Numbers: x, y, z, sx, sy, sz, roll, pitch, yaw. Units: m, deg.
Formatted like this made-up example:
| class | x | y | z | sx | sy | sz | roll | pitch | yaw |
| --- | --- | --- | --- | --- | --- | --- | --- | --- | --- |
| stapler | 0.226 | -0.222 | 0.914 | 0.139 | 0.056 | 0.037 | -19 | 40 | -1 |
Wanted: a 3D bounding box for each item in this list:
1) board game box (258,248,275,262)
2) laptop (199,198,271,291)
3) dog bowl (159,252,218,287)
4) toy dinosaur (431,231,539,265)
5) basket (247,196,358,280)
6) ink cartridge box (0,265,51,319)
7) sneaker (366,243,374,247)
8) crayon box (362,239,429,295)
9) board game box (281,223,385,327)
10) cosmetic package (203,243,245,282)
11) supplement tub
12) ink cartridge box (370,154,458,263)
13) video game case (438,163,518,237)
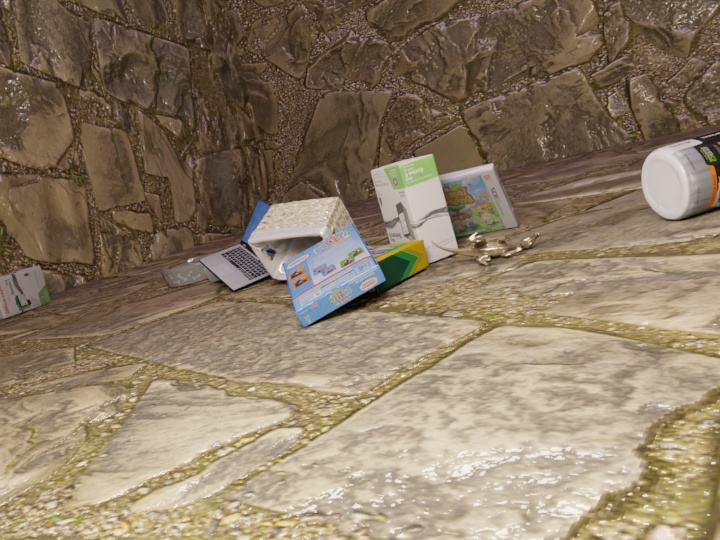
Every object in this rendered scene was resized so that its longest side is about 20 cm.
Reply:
| class | x | y | z | sx | sy | sz | roll | pitch | yaw |
| --- | --- | --- | --- | --- | --- | --- | --- | --- | --- |
| board game box | -0.140 | -0.046 | 1.588 | 0.104 | 0.024 | 0.200 | 30 | 39 | 19 |
| laptop | -0.285 | -0.068 | 1.665 | 0.198 | 0.117 | 0.187 | -24 | 38 | -31 |
| dog bowl | -0.509 | -0.002 | 2.028 | 0.197 | 0.060 | 0.200 | -14 | 10 | 2 |
| toy dinosaur | 0.218 | -0.035 | 1.179 | 0.197 | 0.059 | 0.101 | -4 | -3 | 15 |
| basket | -0.117 | -0.070 | 1.431 | 0.197 | 0.136 | 0.124 | -4 | 47 | 28 |
| ink cartridge box | -1.254 | 0.082 | 2.416 | 0.083 | 0.148 | 0.200 | -7 | 12 | 29 |
| sneaker | -0.028 | -0.053 | 1.501 | 0.075 | 0.089 | 0.199 | -18 | 11 | -31 |
| crayon box | 0.000 | 0.000 | 1.240 | 0.198 | 0.059 | 0.172 | -6 | 11 | 40 |
| board game box | -0.051 | 0.001 | 1.116 | 0.150 | 0.037 | 0.200 | -30 | 27 | 1 |
| cosmetic package | -0.322 | -0.046 | 1.841 | 0.199 | 0.052 | 0.150 | -39 | 13 | -32 |
| supplement tub | 0.588 | -0.167 | 1.110 | 0.197 | 0.124 | 0.122 | -17 | 10 | -11 |
| ink cartridge box | 0.108 | -0.120 | 1.341 | 0.083 | 0.203 | 0.145 | -20 | 10 | -20 |
| video game case | 0.221 | -0.141 | 1.435 | 0.197 | 0.183 | 0.022 | -9 | 49 | 28 |
